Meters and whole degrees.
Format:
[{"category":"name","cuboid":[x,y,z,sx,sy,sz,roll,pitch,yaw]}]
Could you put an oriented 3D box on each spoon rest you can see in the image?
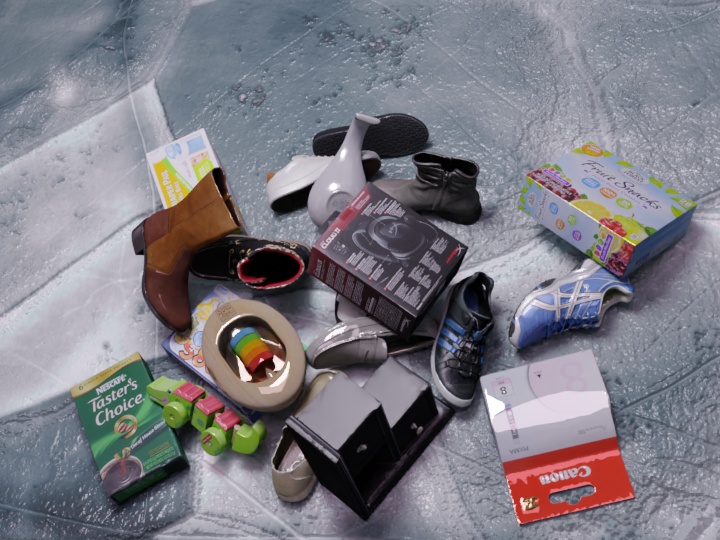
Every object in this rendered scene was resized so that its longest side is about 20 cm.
[{"category":"spoon rest","cuboid":[-0.020,-0.153,1.525,0.098,0.202,0.061,15,17,-14]}]

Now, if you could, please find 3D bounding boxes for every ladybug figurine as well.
[{"category":"ladybug figurine","cuboid":[-0.151,0.125,1.378,0.135,0.072,0.200,-32,57,-10]}]

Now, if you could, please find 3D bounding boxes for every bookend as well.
[{"category":"bookend","cuboid":[0.020,0.193,1.259,0.092,0.199,0.200,32,68,29]}]

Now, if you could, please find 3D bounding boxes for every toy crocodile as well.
[{"category":"toy crocodile","cuboid":[-0.222,0.204,1.375,0.199,0.062,0.067,29,31,24]}]

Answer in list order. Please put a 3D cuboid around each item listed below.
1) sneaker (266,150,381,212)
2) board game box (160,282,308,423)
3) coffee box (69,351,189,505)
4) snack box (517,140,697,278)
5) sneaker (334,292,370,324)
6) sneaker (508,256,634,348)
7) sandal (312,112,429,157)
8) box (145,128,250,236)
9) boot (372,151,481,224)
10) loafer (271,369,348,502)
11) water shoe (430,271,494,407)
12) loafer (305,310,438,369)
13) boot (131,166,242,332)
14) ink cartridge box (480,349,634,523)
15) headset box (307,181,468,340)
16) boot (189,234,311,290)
[{"category":"sneaker","cuboid":[-0.067,-0.171,1.594,0.198,0.073,0.085,-19,57,2]},{"category":"board game box","cuboid":[-0.188,0.122,1.455,0.199,0.035,0.136,31,69,29]},{"category":"coffee box","cuboid":[-0.343,0.229,1.416,0.122,0.044,0.201,-27,55,-6]},{"category":"snack box","cuboid":[0.361,-0.095,1.414,0.168,0.068,0.200,-26,53,-35]},{"category":"sneaker","cuboid":[0.000,0.000,1.465,0.073,0.080,0.202,6,60,15]},{"category":"sneaker","cuboid":[0.297,0.051,1.360,0.199,0.076,0.077,-34,52,-8]},{"category":"sandal","cuboid":[0.016,-0.231,1.619,0.198,0.076,0.048,-6,38,9]},{"category":"box","cuboid":[-0.266,-0.117,1.589,0.112,0.102,0.201,-25,56,-3]},{"category":"boot","cuboid":[0.096,-0.143,1.502,0.198,0.131,0.068,9,59,19]},{"category":"loafer","cuboid":[-0.067,0.221,1.340,0.075,0.069,0.201,11,61,20]},{"category":"water shoe","cuboid":[0.147,0.091,1.356,0.071,0.079,0.202,17,56,-16]},{"category":"loafer","cuboid":[0.019,0.104,1.387,0.198,0.070,0.070,-19,53,-9]},{"category":"boot","cuboid":[-0.242,-0.026,1.433,0.199,0.068,0.190,-28,68,31]},{"category":"ink cartridge box","cuboid":[0.259,0.216,1.279,0.161,0.057,0.201,-14,51,4]},{"category":"headset box","cuboid":[0.031,-0.021,1.383,0.199,0.077,0.149,33,58,11]},{"category":"boot","cuboid":[-0.171,-0.011,1.455,0.198,0.151,0.074,2,97,-3]}]
